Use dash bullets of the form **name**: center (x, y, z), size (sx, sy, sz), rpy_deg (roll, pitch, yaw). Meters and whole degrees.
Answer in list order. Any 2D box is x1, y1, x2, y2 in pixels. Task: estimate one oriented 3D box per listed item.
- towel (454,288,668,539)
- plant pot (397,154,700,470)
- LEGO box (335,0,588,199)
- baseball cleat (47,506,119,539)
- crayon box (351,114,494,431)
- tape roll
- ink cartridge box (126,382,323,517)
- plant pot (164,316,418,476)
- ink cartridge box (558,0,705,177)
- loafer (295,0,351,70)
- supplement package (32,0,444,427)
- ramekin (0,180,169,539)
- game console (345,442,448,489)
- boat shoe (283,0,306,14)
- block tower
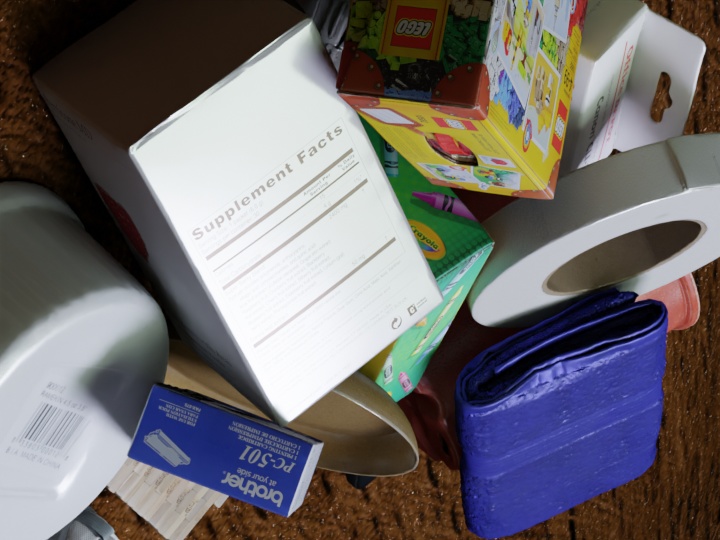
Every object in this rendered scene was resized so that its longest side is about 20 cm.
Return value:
- **towel**: center (0.127, 0.093, 1.604), size (0.147, 0.050, 0.200), rpy_deg (-22, 149, -9)
- **plant pot**: center (0.092, 0.020, 1.679), size (0.195, 0.201, 0.201), rpy_deg (-39, 152, -12)
- **LEGO box**: center (0.061, -0.135, 1.313), size (0.200, 0.077, 0.150), rpy_deg (35, 64, -71)
- **baseball cleat**: center (-0.186, 0.216, 1.528), size (0.070, 0.106, 0.201), rpy_deg (-40, 153, -36)
- **crayon box**: center (0.000, 0.000, 1.502), size (0.058, 0.119, 0.200), rpy_deg (-32, 164, -28)
- **tape roll**: center (0.154, -0.023, 1.498), size (0.201, 0.037, 0.203), rpy_deg (-18, 163, -6)
- **ink cartridge box**: center (-0.073, 0.100, 1.395), size (0.200, 0.093, 0.045), rpy_deg (78, 33, -86)
- **plant pot**: center (-0.055, 0.072, 1.491), size (0.200, 0.199, 0.028), rpy_deg (58, 48, -63)
- **ink cartridge box**: center (0.097, -0.123, 1.473), size (0.068, 0.199, 0.117), rpy_deg (-46, 155, -39)
- **loafer**: center (-0.004, -0.140, 1.438), size (0.070, 0.070, 0.201), rpy_deg (-33, 148, -36)
- **supplement package**: center (-0.063, -0.043, 1.313), size (0.119, 0.121, 0.201), rpy_deg (-37, 127, -14)
- **ramekin**: center (-0.195, 0.062, 1.334), size (0.200, 0.098, 0.201), rpy_deg (-39, 151, -27)
- **game console**: center (0.098, 0.090, 1.824), size (0.200, 0.116, 0.176), rpy_deg (-40, 158, -26)
- **boat shoe**: center (-0.090, -0.064, 1.408), size (0.076, 0.072, 0.201), rpy_deg (-8, 120, -40)
- **block tower**: center (-0.143, 0.112, 1.535), size (0.058, 0.054, 0.200), rpy_deg (-50, 154, -6)
